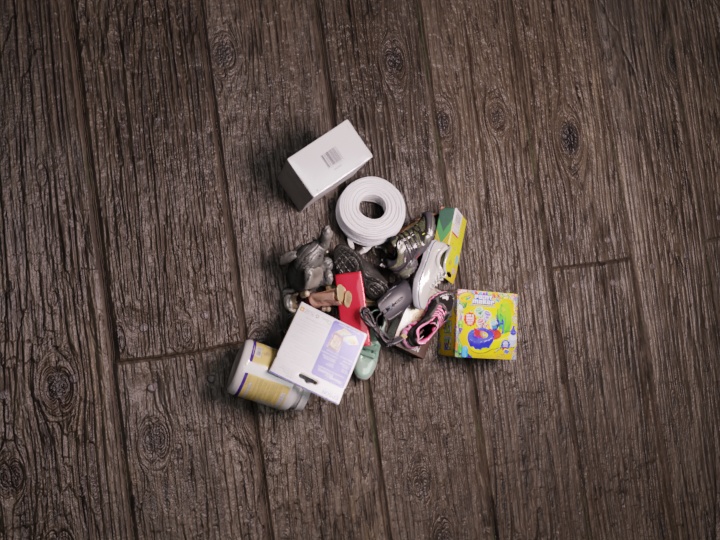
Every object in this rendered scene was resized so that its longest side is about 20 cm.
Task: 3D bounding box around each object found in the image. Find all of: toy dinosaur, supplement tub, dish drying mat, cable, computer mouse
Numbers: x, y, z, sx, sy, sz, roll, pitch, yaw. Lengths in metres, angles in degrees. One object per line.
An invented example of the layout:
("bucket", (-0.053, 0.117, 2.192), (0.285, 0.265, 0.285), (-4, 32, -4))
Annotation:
("toy dinosaur", (0.070, -0.064, 1.668), (0.199, 0.047, 0.088), (37, 62, -11))
("supplement tub", (-0.231, 0.277, 1.495), (0.199, 0.145, 0.147), (22, 80, -14))
("dish drying mat", (-0.021, 0.107, 1.551), (0.076, 0.018, 0.202), (-7, 84, 0))
("cable", (0.028, -0.169, 1.627), (0.199, 0.069, 0.201), (-26, 74, -14))
("computer mouse", (0.102, 0.115, 1.554), (0.199, 0.046, 0.141), (-33, 93, -34))

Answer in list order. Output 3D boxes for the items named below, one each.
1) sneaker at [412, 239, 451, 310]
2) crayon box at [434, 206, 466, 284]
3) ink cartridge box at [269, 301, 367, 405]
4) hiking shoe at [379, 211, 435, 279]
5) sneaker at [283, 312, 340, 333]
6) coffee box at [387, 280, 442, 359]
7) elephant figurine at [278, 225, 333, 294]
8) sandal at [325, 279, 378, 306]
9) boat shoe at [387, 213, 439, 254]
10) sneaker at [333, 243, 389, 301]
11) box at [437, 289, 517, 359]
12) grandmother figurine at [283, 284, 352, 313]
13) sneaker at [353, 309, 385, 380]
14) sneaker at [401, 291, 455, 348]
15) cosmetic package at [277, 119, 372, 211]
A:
("sneaker", (0.197, 0.013, 1.580), (0.073, 0.070, 0.202), (23, 80, -56))
("crayon box", (0.255, -0.072, 1.684), (0.050, 0.127, 0.202), (8, 80, 26))
("ink cartridge box", (-0.108, 0.212, 1.472), (0.196, 0.047, 0.201), (27, 69, -7))
("hiking shoe", (0.132, -0.081, 1.581), (0.100, 0.076, 0.201), (26, 91, -19))
("sneaker", (-0.109, 0.149, 1.573), (0.198, 0.086, 0.081), (2, 83, -16))
("coffee box", (0.161, 0.142, 1.660), (0.114, 0.080, 0.201), (26, 79, -13))
("elephant figurine", (-0.143, -0.023, 1.508), (0.140, 0.200, 0.157), (6, 77, 4))
("sandal", (-0.009, 0.078, 1.625), (0.198, 0.054, 0.081), (11, 39, -27))
("boat shoe", (0.159, -0.112, 1.664), (0.200, 0.072, 0.076), (-38, 85, -29))
("sneaker", (0.000, 0.000, 1.615), (0.076, 0.091, 0.200), (-40, 104, 17))
("box", (0.344, 0.160, 1.695), (0.198, 0.122, 0.195), (4, 83, -17))
("grandmother figurine", (-0.121, 0.079, 1.533), (0.121, 0.198, 0.061), (51, 43, -41))
("sneaker", (0.021, 0.201, 1.587), (0.073, 0.118, 0.202), (13, 79, 2))
("sneaker", (0.202, 0.137, 1.582), (0.079, 0.095, 0.200), (44, 74, -8))
("cosmetic package", (-0.102, -0.278, 1.550), (0.199, 0.200, 0.123), (-37, 94, -17))
